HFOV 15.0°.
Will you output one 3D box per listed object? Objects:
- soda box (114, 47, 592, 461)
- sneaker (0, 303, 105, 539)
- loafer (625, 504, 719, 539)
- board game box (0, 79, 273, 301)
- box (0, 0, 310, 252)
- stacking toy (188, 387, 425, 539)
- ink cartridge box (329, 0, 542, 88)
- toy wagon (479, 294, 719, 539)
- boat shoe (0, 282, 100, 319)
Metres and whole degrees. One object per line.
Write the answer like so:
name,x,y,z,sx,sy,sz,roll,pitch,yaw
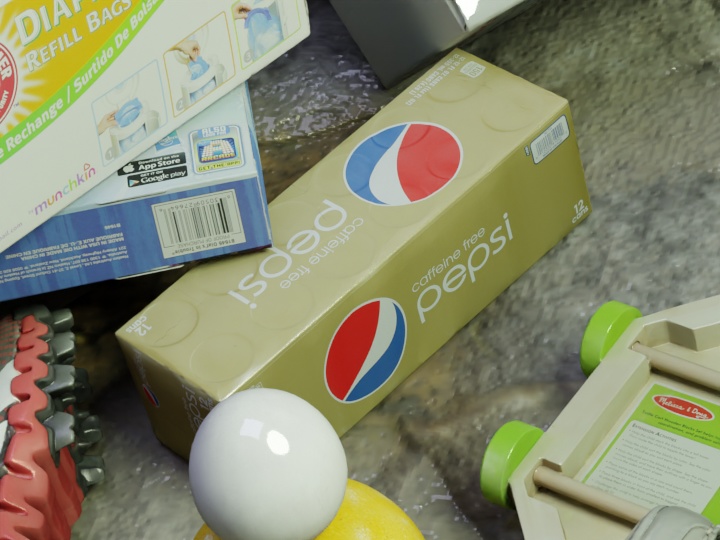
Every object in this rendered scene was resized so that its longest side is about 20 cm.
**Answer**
soda box,0.000,0.000,1.097,0.200,0.064,0.068,-40,47,-24
sneaker,-0.151,0.091,1.045,0.097,0.071,0.201,-7,45,8
loafer,0.097,0.171,0.877,0.069,0.070,0.201,5,62,18
board game box,-0.145,-0.062,1.129,0.199,0.044,0.200,-11,38,0
box,-0.130,-0.101,1.056,0.112,0.102,0.200,25,50,38
stacking toy,-0.017,0.117,0.878,0.145,0.201,0.147,-9,43,9
ink cartridge box,0.086,-0.170,1.180,0.199,0.084,0.144,-30,1,-15
toy wagon,0.146,0.058,1.007,0.155,0.040,0.200,20,53,33
boat shoe,-0.178,0.006,1.148,0.072,0.076,0.200,23,46,40
